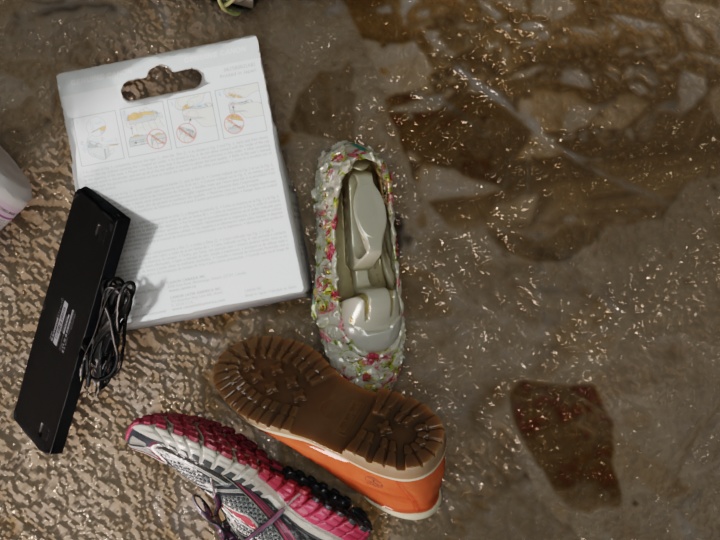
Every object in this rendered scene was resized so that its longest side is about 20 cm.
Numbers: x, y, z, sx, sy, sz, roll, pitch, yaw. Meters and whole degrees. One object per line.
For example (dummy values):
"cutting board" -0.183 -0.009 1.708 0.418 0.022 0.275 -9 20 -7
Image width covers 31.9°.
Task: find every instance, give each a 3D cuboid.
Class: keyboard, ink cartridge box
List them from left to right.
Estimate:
"keyboard" -0.204 0.046 0.944 0.040 0.104 0.200 5 111 -40
"ink cartridge box" -0.134 -0.063 0.968 0.162 0.057 0.200 -11 86 2

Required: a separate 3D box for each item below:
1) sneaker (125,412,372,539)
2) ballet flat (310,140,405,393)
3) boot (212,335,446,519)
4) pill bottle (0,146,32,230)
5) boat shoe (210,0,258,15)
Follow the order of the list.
"sneaker" -0.092 0.173 0.953 0.200 0.081 0.075 32 93 0
"ballet flat" 0.000 0.000 0.951 0.076 0.064 0.200 -9 91 -20
"boot" -0.024 0.123 0.953 0.200 0.107 0.075 25 62 27
"pill bottle" -0.353 -0.027 0.939 0.200 0.112 0.112 -43 90 1
"boat shoe" -0.083 -0.228 0.951 0.201 0.072 0.060 -8 86 -3
